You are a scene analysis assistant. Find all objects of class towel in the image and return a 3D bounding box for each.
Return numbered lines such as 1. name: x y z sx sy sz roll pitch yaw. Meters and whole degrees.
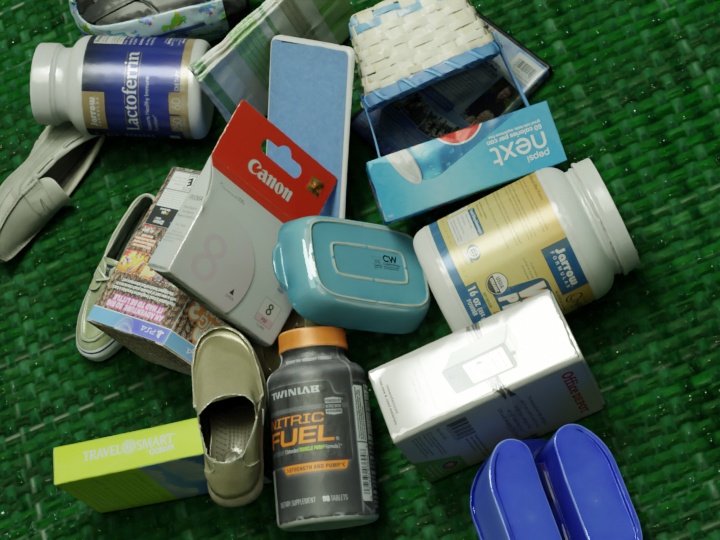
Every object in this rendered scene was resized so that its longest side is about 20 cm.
1. towel: -0.095 -0.255 1.849 0.200 0.149 0.031 -44 62 -4

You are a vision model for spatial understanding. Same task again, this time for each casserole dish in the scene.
1. casserole dish: 0.000 0.000 1.692 0.039 0.199 0.122 -35 56 43

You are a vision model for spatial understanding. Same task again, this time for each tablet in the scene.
1. tablet: -0.057 -0.151 1.791 0.130 0.014 0.201 17 109 43

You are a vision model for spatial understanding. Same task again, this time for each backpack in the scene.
1. backpack: -0.247 -0.328 1.945 0.199 0.154 0.164 -15 64 -13

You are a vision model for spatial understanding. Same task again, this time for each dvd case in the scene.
1. dvd case: 0.099 -0.194 1.833 0.200 0.018 0.143 -46 62 -4

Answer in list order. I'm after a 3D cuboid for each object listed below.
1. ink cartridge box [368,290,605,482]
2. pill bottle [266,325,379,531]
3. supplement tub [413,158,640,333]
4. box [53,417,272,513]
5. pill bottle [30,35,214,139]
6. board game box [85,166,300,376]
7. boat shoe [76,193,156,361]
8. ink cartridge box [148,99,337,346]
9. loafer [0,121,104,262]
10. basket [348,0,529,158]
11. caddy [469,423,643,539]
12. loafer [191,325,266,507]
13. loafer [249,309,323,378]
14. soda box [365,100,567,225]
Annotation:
1. ink cartridge box: 0.128 0.118 1.618 0.199 0.146 0.084 -24 61 6
2. pill bottle: -0.041 0.160 1.661 0.106 0.106 0.201 -9 76 14
3. supplement tub: 0.169 -0.016 1.663 0.199 0.145 0.145 -26 62 6
4. box: -0.205 0.203 1.704 0.199 0.122 0.048 -12 64 13
5. pill bottle: -0.273 -0.212 1.885 0.199 0.116 0.116 2 68 4
6. board game box: -0.176 0.003 1.762 0.159 0.097 0.201 14 71 50
7. boat shoe: -0.274 0.004 1.846 0.072 0.062 0.201 16 75 23
8. ink cartridge box: -0.107 -0.047 1.675 0.057 0.162 0.201 20 76 51
9. loafer: -0.373 -0.094 1.916 0.070 0.070 0.201 22 75 33
10. basket: 0.082 -0.205 1.764 0.175 0.139 0.201 -19 89 2
11. caddy: 0.188 0.246 1.571 0.141 0.105 0.201 -11 62 -13
12. loafer: -0.128 0.133 1.612 0.075 0.068 0.201 -8 55 -5
13. loafer: -0.051 0.039 1.756 0.067 0.076 0.200 38 91 25
14. soda box: 0.109 -0.111 1.703 0.199 0.064 0.068 -19 89 -1
